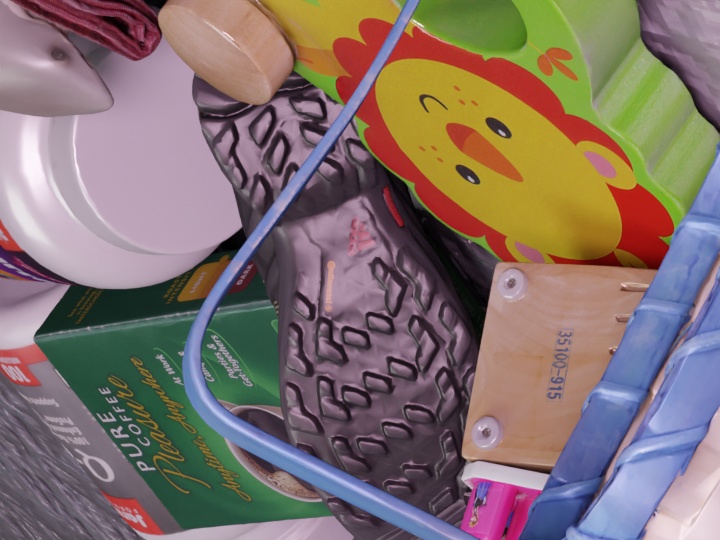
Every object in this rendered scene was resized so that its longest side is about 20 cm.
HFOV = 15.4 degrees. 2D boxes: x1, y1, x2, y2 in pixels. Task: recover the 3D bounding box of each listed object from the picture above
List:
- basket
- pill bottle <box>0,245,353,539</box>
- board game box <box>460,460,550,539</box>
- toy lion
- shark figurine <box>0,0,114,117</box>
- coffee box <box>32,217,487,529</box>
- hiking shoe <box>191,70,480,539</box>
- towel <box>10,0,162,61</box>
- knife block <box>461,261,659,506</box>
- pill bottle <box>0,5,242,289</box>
[{"bbox_3d":[0.076,0.009,0.665,0.199,0.177,0.139,34,167,-4],"label":"basket"},{"bbox_3d":[-0.085,0.057,1.239,0.116,0.116,0.200,17,147,56],"label":"pill bottle"},{"bbox_3d":[0.150,0.121,0.822,0.199,0.026,0.200,10,161,29],"label":"board game box"},{"bbox_3d":[0.034,-0.066,0.798,0.191,0.069,0.200,35,161,8],"label":"toy lion"},{"bbox_3d":[-0.191,-0.065,0.941,0.128,0.090,0.214,43,152,-19],"label":"shark figurine"},{"bbox_3d":[-0.027,0.045,1.080,0.199,0.044,0.123,-11,127,41],"label":"coffee box"},{"bbox_3d":[0.000,0.000,0.946,0.101,0.075,0.201,-74,-31,-76],"label":"hiking shoe"},{"bbox_3d":[-0.164,-0.144,0.880,0.200,0.023,0.144,38,-174,20],"label":"towel"},{"bbox_3d":[0.117,0.054,0.843,0.199,0.064,0.175,2,164,34],"label":"knife block"},{"bbox_3d":[-0.108,-0.049,1.057,0.112,0.111,0.200,50,162,-17],"label":"pill bottle"}]
